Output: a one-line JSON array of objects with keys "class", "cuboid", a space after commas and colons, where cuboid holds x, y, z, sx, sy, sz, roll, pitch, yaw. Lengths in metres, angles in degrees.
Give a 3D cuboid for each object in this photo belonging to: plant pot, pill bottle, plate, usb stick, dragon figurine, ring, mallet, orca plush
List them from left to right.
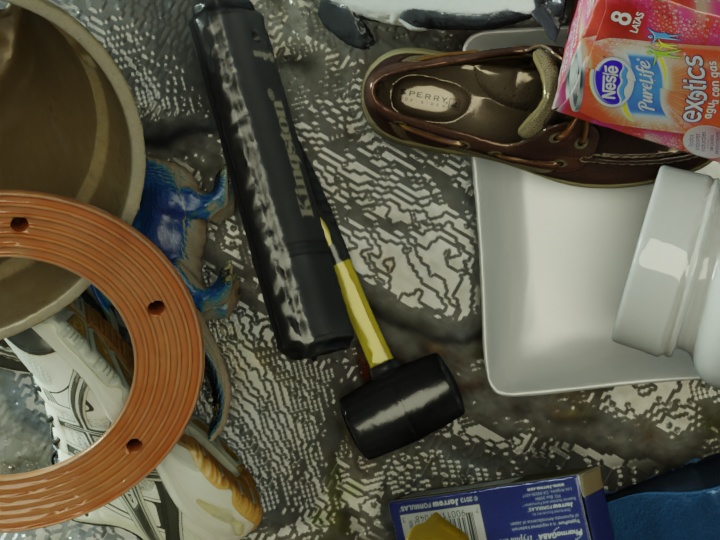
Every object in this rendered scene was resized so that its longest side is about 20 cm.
[{"class": "plant pot", "cuboid": [-0.223, -0.093, 1.057, 0.199, 0.184, 0.202, -9, 125, -13]}, {"class": "ring", "cuboid": [-0.176, 0.046, 1.030, 0.199, 0.019, 0.202, -5, 122, -8]}, {"class": "dragon figurine", "cuboid": [-0.117, -0.006, 1.139, 0.099, 0.059, 0.202, -4, 87, 2]}, {"class": "usb stick", "cuboid": [-0.048, -0.049, 1.122, 0.032, 0.055, 0.202, -21, 82, 33]}, {"class": "mallet", "cuboid": [0.000, 0.000, 1.154, 0.065, 0.041, 0.201, -17, 87, 1]}, {"class": "orca plush", "cuboid": [0.037, -0.178, 1.121, 0.199, 0.071, 0.106, 3, 113, 34]}, {"class": "plate", "cuboid": [0.160, -0.038, 1.153, 0.198, 0.032, 0.201, -5, 91, 0]}, {"class": "pill bottle", "cuboid": [0.238, 0.017, 1.076, 0.199, 0.114, 0.115, 16, 91, 8]}]

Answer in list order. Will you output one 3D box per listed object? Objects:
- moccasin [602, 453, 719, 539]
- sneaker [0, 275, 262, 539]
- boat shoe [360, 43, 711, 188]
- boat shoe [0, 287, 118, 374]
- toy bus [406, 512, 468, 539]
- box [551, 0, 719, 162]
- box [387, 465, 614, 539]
[{"class": "moccasin", "cuboid": [0.197, 0.138, 1.130, 0.199, 0.068, 0.081, -17, 94, 19]}, {"class": "sneaker", "cuboid": [-0.141, 0.090, 1.113, 0.087, 0.076, 0.200, -37, 110, 8]}, {"class": "boat shoe", "cuboid": [0.098, -0.085, 1.101, 0.198, 0.072, 0.073, 9, 91, 1]}, {"class": "boat shoe", "cuboid": [-0.227, 0.003, 1.138, 0.200, 0.061, 0.072, 26, 90, 0]}, {"class": "toy bus", "cuboid": [0.047, 0.257, 1.079, 0.191, 0.136, 0.201, 31, 107, 8]}, {"class": "box", "cuboid": [0.169, -0.165, 1.069, 0.099, 0.096, 0.201, 16, 50, -1]}, {"class": "box", "cuboid": [0.091, 0.213, 1.131, 0.120, 0.032, 0.202, -11, 90, 31]}]
